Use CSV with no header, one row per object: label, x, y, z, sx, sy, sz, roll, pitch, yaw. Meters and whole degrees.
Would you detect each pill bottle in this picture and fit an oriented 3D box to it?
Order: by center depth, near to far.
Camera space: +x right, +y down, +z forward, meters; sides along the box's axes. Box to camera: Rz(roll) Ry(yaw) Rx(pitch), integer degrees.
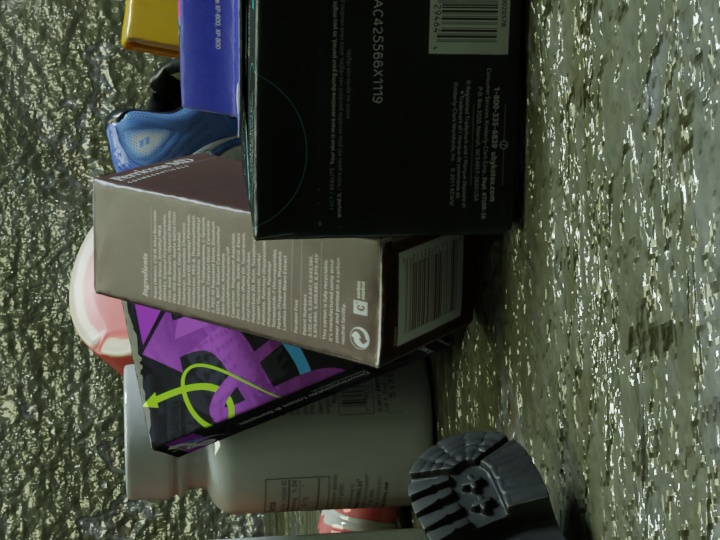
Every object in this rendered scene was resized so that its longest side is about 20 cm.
pill bottle,-0.057,0.104,1.063,0.114,0.199,0.115,178,90,-83

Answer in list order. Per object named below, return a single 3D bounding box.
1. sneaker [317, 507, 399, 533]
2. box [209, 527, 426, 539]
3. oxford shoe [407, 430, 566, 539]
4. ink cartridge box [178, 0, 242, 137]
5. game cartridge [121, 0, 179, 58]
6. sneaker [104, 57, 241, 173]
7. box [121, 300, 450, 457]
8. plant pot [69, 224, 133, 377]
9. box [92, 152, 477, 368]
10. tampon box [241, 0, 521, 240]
sneaker,0.000,0.147,1.225,0.200,0.073,0.087,-134,56,-74
box,-0.051,0.248,1.051,0.152,0.199,0.107,103,163,-62
oxford shoe,0.071,0.157,0.637,0.200,0.072,0.085,-99,-7,-56
ink cartridge box,-0.082,-0.151,0.864,0.200,0.037,0.095,-108,18,-63
game cartridge,-0.093,-0.259,1.269,0.032,0.175,0.201,148,129,-69
sneaker,-0.086,-0.105,1.038,0.078,0.200,0.090,-20,97,43
box,-0.054,0.013,0.974,0.036,0.199,0.144,28,-138,-61
plant pot,-0.113,0.029,1.221,0.177,0.200,0.201,33,-137,-48
box,-0.043,-0.011,0.884,0.100,0.199,0.075,-21,-63,-54
tampon box,0.002,-0.111,0.829,0.200,0.125,0.151,-113,23,-73
